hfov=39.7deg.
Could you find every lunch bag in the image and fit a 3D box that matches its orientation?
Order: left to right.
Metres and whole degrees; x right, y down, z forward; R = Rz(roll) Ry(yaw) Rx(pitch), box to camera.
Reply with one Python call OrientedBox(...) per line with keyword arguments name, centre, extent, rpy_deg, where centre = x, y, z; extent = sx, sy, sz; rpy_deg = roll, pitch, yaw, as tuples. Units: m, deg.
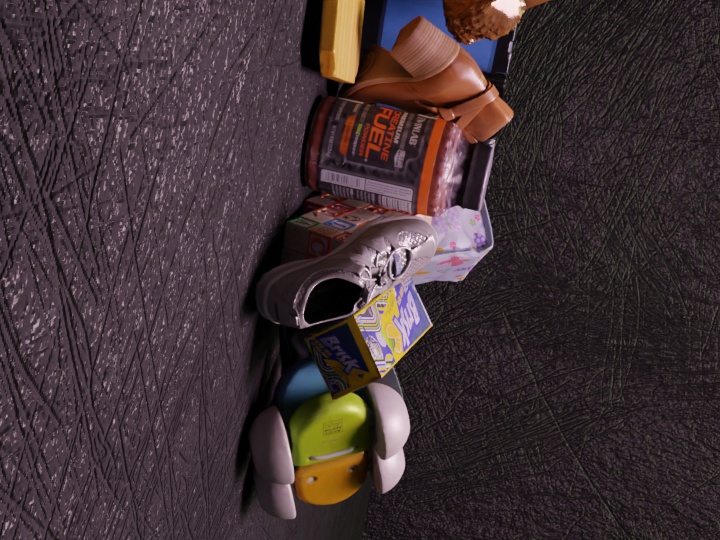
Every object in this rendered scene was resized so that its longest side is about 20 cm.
OrientedBox(name="lunch bag", centre=(0.088, -0.095, 1.308), extent=(0.170, 0.125, 0.204), rpy_deg=(121, -37, -75))

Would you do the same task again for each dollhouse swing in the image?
OrientedBox(name="dollhouse swing", centre=(0.043, -0.295, 1.008), extent=(0.200, 0.178, 0.179), rpy_deg=(-43, 124, -80))

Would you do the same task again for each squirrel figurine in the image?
OrientedBox(name="squirrel figurine", centre=(0.143, -0.361, 1.138), extent=(0.202, 0.140, 0.187), rpy_deg=(-59, -141, 15))

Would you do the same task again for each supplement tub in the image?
OrientedBox(name="supplement tub", centre=(0.043, -0.121, 1.092), extent=(0.107, 0.197, 0.109), rpy_deg=(12, 90, -82))

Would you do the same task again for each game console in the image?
OrientedBox(name="game console", centre=(0.086, -0.263, 1.218), extent=(0.119, 0.196, 0.172), rpy_deg=(95, 7, -50))

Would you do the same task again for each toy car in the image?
OrientedBox(name="toy car", centre=(-0.044, 0.174, 1.123), extent=(0.201, 0.172, 0.152), rpy_deg=(92, -18, -53))

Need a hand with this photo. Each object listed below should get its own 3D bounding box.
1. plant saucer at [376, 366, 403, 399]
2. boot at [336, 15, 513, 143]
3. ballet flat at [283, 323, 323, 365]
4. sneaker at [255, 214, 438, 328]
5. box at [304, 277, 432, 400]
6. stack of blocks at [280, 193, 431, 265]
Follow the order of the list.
OrientedBox(name="plant saucer", centre=(-0.011, 0.092, 1.249), extent=(0.202, 0.038, 0.202), rpy_deg=(58, -12, 20))
OrientedBox(name="boot", centre=(0.067, -0.191, 1.138), extent=(0.199, 0.154, 0.074), rpy_deg=(-15, -140, 58))
OrientedBox(name="ballet flat", centre=(-0.055, 0.106, 1.213), extent=(0.201, 0.072, 0.074), rpy_deg=(91, 12, -58))
OrientedBox(name="sneaker", centre=(0.000, 0.012, 0.974), extent=(0.082, 0.198, 0.076), rpy_deg=(34, -36, 53))
OrientedBox(name="box", centre=(0.014, 0.065, 1.064), extent=(0.071, 0.064, 0.200), rpy_deg=(64, 21, -3))
OrientedBox(name="stack of blocks", centre=(-0.012, -0.040, 1.123), extent=(0.199, 0.114, 0.060), rpy_deg=(-28, 131, -58))
